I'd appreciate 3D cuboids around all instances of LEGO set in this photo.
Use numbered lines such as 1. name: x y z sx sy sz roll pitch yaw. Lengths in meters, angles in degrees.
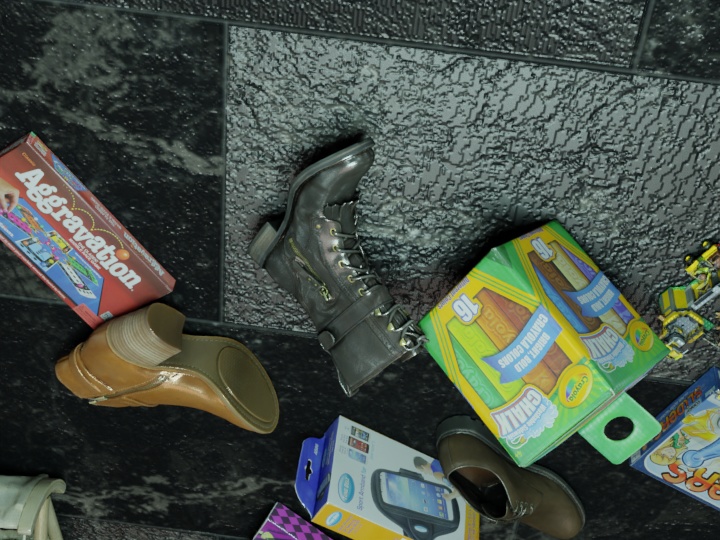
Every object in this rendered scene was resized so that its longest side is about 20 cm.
1. LEGO set: 0.365 0.071 1.099 0.200 0.116 0.154 39 124 -23

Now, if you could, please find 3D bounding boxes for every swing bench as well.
1. swing bench: -0.439 0.294 1.381 0.199 0.130 0.200 8 125 1

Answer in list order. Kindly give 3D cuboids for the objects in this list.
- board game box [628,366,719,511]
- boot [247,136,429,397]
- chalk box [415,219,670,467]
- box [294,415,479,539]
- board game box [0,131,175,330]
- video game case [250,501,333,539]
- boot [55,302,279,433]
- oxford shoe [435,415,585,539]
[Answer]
1. board game box: 0.389 0.188 1.247 0.200 0.034 0.135 27 127 -15
2. boot: 0.000 0.000 1.067 0.174 0.069 0.200 51 136 10
3. chalk box: 0.169 0.078 1.066 0.200 0.124 0.125 51 126 14
4. box: 0.030 0.230 1.271 0.200 0.119 0.041 28 127 -16
5. board game box: -0.275 -0.032 1.157 0.103 0.019 0.200 -26 122 24
6. video game case: -0.055 0.378 1.422 0.200 0.036 0.181 35 127 2
7. boot: -0.192 0.114 1.243 0.155 0.074 0.200 -27 123 35
8. oxford shoe: 0.154 0.237 1.286 0.200 0.084 0.073 33 124 -21
